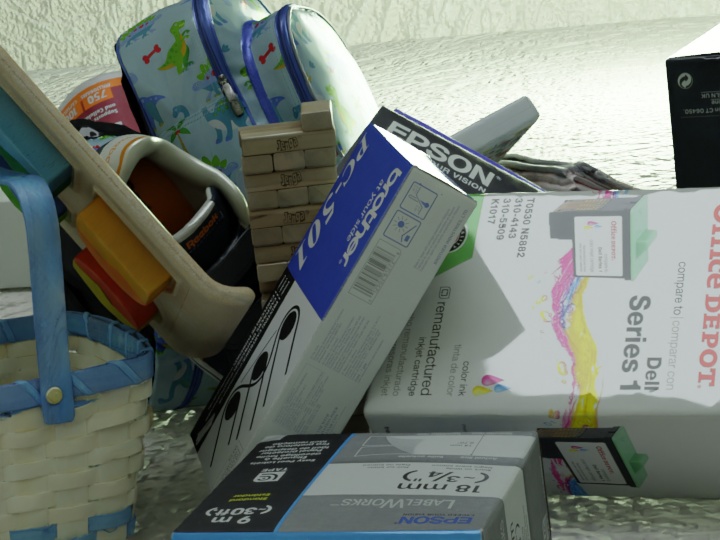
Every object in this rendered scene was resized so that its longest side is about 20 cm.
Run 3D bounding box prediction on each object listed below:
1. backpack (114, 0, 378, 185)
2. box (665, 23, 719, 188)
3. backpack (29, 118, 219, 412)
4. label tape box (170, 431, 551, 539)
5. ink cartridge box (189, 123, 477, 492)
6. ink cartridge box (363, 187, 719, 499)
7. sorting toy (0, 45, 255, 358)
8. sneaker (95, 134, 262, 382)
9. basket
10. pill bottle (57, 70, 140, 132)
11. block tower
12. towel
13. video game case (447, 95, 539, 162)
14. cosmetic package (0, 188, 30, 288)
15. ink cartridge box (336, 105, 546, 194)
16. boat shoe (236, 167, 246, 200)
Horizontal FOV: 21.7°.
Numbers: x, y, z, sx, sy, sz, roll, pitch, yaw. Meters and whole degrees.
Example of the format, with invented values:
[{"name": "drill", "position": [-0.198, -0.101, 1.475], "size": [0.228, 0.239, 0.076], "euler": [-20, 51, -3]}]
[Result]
[{"name": "backpack", "position": [-0.072, -0.115, 1.370], "size": [0.146, 0.201, 0.183], "euler": [-32, -8, 16]}, {"name": "box", "position": [0.279, -0.057, 1.206], "size": [0.122, 0.201, 0.200], "euler": [-2, 13, 24]}, {"name": "backpack", "position": [-0.133, 0.009, 1.222], "size": [0.152, 0.165, 0.200], "euler": [4, 19, -16]}, {"name": "label tape box", "position": [-0.003, 0.131, 0.828], "size": [0.143, 0.064, 0.200], "euler": [-3, 13, 16]}, {"name": "ink cartridge box", "position": [-0.018, 0.028, 0.984], "size": [0.044, 0.201, 0.094], "euler": [28, 9, -20]}, {"name": "ink cartridge box", "position": [0.116, 0.037, 0.988], "size": [0.198, 0.084, 0.146], "euler": [-1, 53, 19]}, {"name": "sorting toy", "position": [-0.146, -0.029, 0.979], "size": [0.037, 0.200, 0.185], "euler": [-47, 0, -15]}, {"name": "sneaker", "position": [-0.085, 0.003, 1.100], "size": [0.079, 0.200, 0.079], "euler": [-51, 12, -23]}, {"name": "basket", "position": [-0.186, 0.040, 0.983], "size": [0.138, 0.202, 0.176], "euler": [-15, 18, -23]}, {"name": "pill bottle", "position": [-0.168, -0.055, 1.451], "size": [0.112, 0.114, 0.201], "euler": [-9, 43, -16]}, {"name": "block tower", "position": [-0.031, 0.009, 1.058], "size": [0.057, 0.202, 0.054], "euler": [-6, 12, -2]}, {"name": "towel", "position": [0.195, -0.051, 1.414], "size": [0.189, 0.033, 0.200], "euler": [15, 0, -21]}, {"name": "video game case", "position": [0.020, -0.042, 1.358], "size": [0.199, 0.023, 0.182], "euler": [-31, -8, -25]}, {"name": "cosmetic package", "position": [-0.223, -0.037, 1.614], "size": [0.198, 0.082, 0.113], "euler": [-3, 13, 15]}, {"name": "ink cartridge box", "position": [0.077, -0.024, 1.171], "size": [0.197, 0.044, 0.200], "euler": [29, 38, 4]}, {"name": "boat shoe", "position": [0.001, -0.003, 1.187], "size": [0.085, 0.075, 0.202], "euler": [-22, 55, -26]}]
